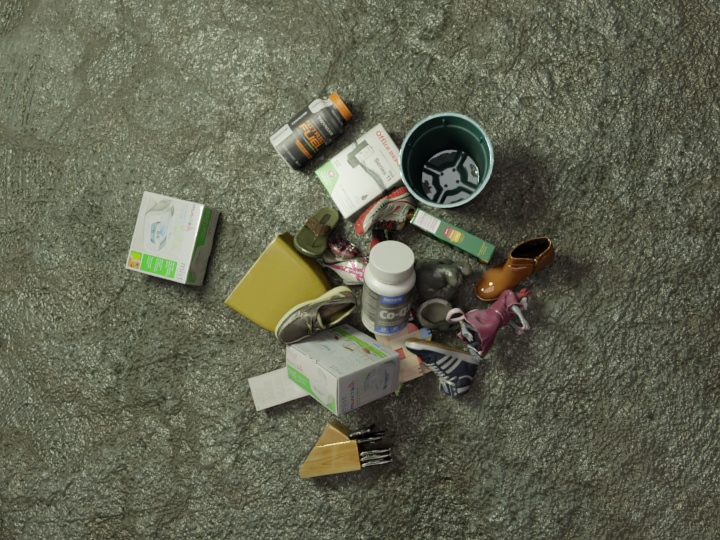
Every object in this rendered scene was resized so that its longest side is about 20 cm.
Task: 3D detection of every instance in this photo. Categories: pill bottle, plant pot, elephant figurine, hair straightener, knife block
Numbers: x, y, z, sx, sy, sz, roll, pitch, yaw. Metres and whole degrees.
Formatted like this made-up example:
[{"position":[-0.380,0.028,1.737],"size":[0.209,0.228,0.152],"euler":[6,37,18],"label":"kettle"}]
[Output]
[{"position":[-0.116,-0.346,1.473],"size":[0.199,0.106,0.107],"euler":[-38,80,8],"label":"pill bottle"},{"position":[0.061,0.039,1.312],"size":[0.112,0.201,0.115],"euler":[2,47,-2],"label":"pill bottle"},{"position":[0.196,-0.227,1.354],"size":[0.197,0.196,0.203],"euler":[-1,87,11],"label":"plant pot"},{"position":[0.184,0.079,1.384],"size":[0.154,0.141,0.203],"euler":[18,108,40],"label":"elephant figurine"},{"position":[-0.169,0.050,1.427],"size":[0.199,0.196,0.195],"euler":[39,95,-5],"label":"plant pot"},{"position":[0.054,-0.068,1.429],"size":[0.041,0.076,0.202],"euler":[-39,44,37],"label":"hair straightener"},{"position":[-0.025,0.448,1.431],"size":[0.175,0.064,0.201],"euler":[34,94,12],"label":"knife block"}]

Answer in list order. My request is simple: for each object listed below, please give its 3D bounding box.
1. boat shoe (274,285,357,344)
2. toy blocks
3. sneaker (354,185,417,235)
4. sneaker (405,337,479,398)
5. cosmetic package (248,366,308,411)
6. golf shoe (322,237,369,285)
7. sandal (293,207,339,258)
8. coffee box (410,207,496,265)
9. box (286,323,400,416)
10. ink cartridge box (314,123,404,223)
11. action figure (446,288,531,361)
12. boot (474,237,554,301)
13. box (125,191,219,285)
[{"position":[-0.098,0.103,1.331],"size":[0.199,0.065,0.074],"euler":[-33,118,-6],"label":"boat shoe"},{"position":[0.113,0.174,1.413],"size":[0.135,0.100,0.202],"euler":[-20,84,-2],"label":"toy blocks"},{"position":[0.066,-0.127,1.391],"size":[0.083,0.199,0.078],"euler":[55,141,2],"label":"sneaker"},{"position":[0.179,0.222,1.359],"size":[0.198,0.070,0.110],"euler":[17,90,-25],"label":"sneaker"},{"position":[-0.169,0.276,1.478],"size":[0.198,0.051,0.084],"euler":[-18,81,10],"label":"cosmetic package"},{"position":[0.000,0.000,1.456],"size":[0.198,0.073,0.093],"euler":[28,117,14],"label":"golf shoe"},{"position":[-0.101,-0.101,1.418],"size":[0.079,0.202,0.058],"euler":[22,132,0],"label":"sandal"},{"position":[0.214,-0.075,1.381],"size":[0.198,0.123,0.044],"euler":[28,91,10],"label":"coffee box"},{"position":[-0.041,0.212,1.341],"size":[0.199,0.175,0.098],"euler":[23,121,46],"label":"box"},{"position":[0.014,-0.233,1.450],"size":[0.199,0.083,0.147],"euler":[-35,81,7],"label":"ink cartridge box"},{"position":[0.300,0.100,1.340],"size":[0.149,0.134,0.200],"euler":[42,72,15],"label":"action figure"},{"position":[0.338,-0.003,1.330],"size":[0.198,0.155,0.077],"euler":[-24,74,9],"label":"boot"},{"position":[-0.474,-0.079,1.532],"size":[0.174,0.097,0.203],"euler":[14,89,14],"label":"box"}]
